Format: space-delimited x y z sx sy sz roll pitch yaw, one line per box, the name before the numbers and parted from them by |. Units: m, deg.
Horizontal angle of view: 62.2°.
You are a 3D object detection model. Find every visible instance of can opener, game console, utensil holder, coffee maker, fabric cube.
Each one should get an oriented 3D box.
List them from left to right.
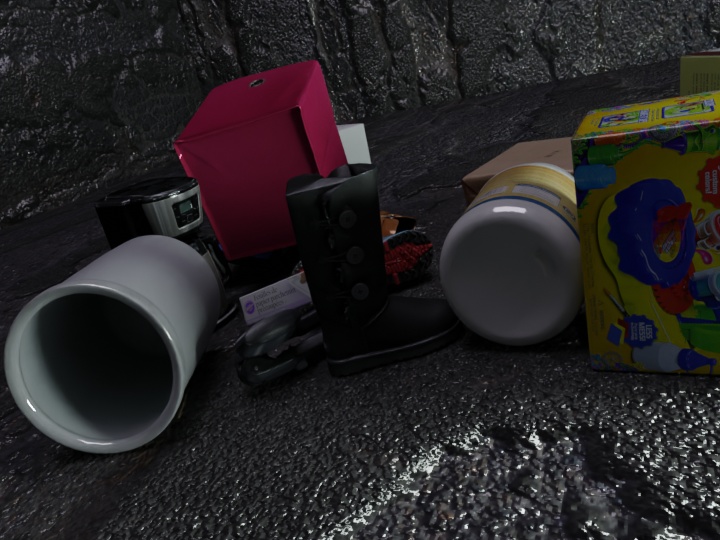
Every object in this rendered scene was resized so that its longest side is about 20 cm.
utensil holder | -0.246 0.065 0.644 0.165 0.175 0.201 -12 16 3
coffee maker | -0.286 -0.015 0.829 0.186 0.206 0.135 -10 18 9
fabric cube | -0.135 -0.171 0.908 0.190 0.204 0.202 -11 33 12
game console | -0.150 -0.080 1.024 0.176 0.116 0.201 -45 13 16
can opener | -0.055 0.070 0.666 0.197 0.065 0.078 -18 -9 -40

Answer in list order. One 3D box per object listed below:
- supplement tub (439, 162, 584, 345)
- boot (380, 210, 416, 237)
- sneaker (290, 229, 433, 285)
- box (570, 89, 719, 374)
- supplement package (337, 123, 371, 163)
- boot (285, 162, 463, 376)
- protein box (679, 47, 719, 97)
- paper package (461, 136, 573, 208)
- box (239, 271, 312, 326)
supplement tub | 0.175 -0.029 0.640 0.141 0.149 0.200 -3 22 27
boot | 0.021 -0.085 0.994 0.151 0.079 0.200 -5 24 27
sneaker | 0.000 0.000 0.820 0.194 0.082 0.095 -12 3 -10
box | 0.286 -0.034 0.495 0.187 0.206 0.122 -3 21 29
supplement package | -0.078 -0.333 1.669 0.118 0.125 0.198 -24 22 -30
boot | 0.019 -0.010 0.609 0.160 0.206 0.066 -18 19 -14
protein box | 0.486 -0.153 0.682 0.131 0.205 0.201 -12 19 -5
paper package | 0.279 -0.125 0.896 0.187 0.106 0.198 5 27 41
box | -0.064 0.021 0.743 0.196 0.040 0.041 -21 -4 27
